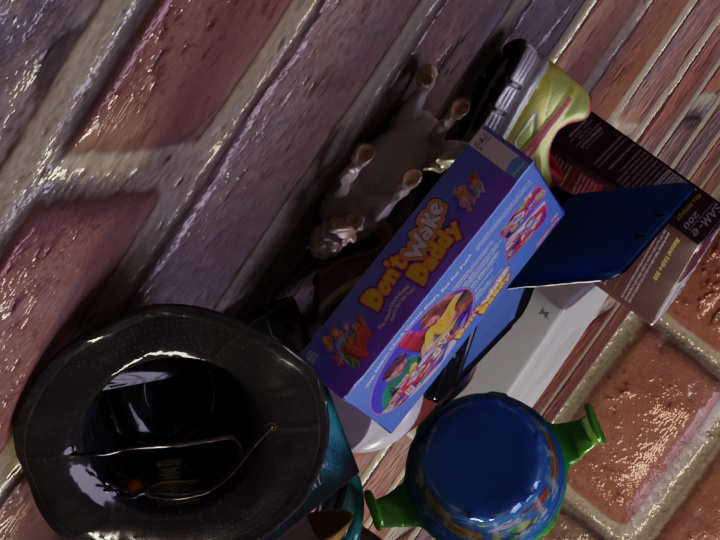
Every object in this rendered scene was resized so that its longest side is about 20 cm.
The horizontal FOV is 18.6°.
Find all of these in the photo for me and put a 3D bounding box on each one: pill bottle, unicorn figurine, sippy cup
[{"bbox_3d":[0.011,0.077,1.713,0.112,0.112,0.200,-58,167,24],"label":"pill bottle"},{"bbox_3d":[0.032,-0.075,1.495,0.200,0.074,0.137,-31,167,-24],"label":"unicorn figurine"},{"bbox_3d":[0.099,0.158,1.756,0.178,0.139,0.130,-56,170,-7],"label":"sippy cup"}]

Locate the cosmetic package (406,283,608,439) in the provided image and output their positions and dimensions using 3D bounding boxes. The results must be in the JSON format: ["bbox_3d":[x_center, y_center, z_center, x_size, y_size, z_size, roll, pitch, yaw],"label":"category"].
[{"bbox_3d":[0.128,0.053,2.068,0.200,0.123,0.200,-58,168,24],"label":"cosmetic package"}]

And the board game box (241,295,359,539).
[{"bbox_3d":[-0.074,0.107,1.450,0.028,0.136,0.200,-16,-172,28],"label":"board game box"}]

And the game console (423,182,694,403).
[{"bbox_3d":[0.152,0.015,1.675,0.200,0.118,0.171,-39,151,-56],"label":"game console"}]

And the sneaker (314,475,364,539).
[{"bbox_3d":[-0.066,0.217,1.767,0.200,0.121,0.084,-55,-151,-10],"label":"sneaker"}]

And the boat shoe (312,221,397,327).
[{"bbox_3d":[0.000,0.000,1.575,0.072,0.068,0.200,-31,173,13],"label":"boat shoe"}]

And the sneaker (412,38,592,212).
[{"bbox_3d":[0.106,-0.071,1.659,0.200,0.090,0.078,-58,-161,26],"label":"sneaker"}]

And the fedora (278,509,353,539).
[{"bbox_3d":[-0.106,0.178,1.539,0.200,0.082,0.201,-18,-178,1],"label":"fedora"}]

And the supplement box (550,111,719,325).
[{"bbox_3d":[0.190,-0.059,1.795,0.061,0.200,0.109,-43,165,-41],"label":"supplement box"}]

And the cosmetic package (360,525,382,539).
[{"bbox_3d":[0.033,0.291,1.823,0.090,0.200,0.107,-48,134,-15],"label":"cosmetic package"}]

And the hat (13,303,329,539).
[{"bbox_3d":[-0.110,0.076,1.282,0.081,0.200,0.201,-101,-148,-48],"label":"hat"}]

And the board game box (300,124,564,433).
[{"bbox_3d":[0.051,0.009,1.494,0.200,0.045,0.134,-51,160,-2],"label":"board game box"}]
